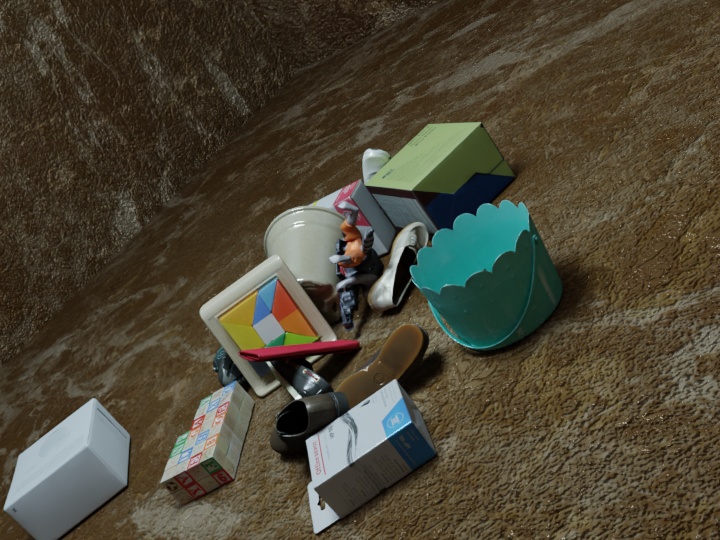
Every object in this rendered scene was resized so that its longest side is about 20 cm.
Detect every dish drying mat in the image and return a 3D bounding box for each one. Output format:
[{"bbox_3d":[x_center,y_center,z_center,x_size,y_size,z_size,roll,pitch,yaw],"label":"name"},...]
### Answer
[{"bbox_3d":[-0.102,0.136,1.412,0.198,0.018,0.076,-4,3,-35],"label":"dish drying mat"}]

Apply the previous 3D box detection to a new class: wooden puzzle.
[{"bbox_3d":[-0.167,0.102,1.505,0.184,0.201,0.037,-35,4,7],"label":"wooden puzzle"}]

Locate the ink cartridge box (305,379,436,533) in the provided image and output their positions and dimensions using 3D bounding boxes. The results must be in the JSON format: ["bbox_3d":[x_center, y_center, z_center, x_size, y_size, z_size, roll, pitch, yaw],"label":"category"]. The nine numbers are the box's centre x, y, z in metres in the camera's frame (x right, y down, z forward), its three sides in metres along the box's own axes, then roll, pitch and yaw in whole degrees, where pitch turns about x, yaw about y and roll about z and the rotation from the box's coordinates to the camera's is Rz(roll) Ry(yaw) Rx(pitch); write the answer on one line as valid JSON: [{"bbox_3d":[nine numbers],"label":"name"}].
[{"bbox_3d":[-0.005,0.252,1.135,0.199,0.067,0.116,-35,23,5],"label":"ink cartridge box"}]

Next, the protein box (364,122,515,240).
[{"bbox_3d":[0.153,-0.176,1.639,0.198,0.135,0.200,-44,24,-14],"label":"protein box"}]

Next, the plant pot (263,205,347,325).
[{"bbox_3d":[-0.096,0.010,1.618,0.199,0.201,0.184,-28,36,22],"label":"plant pot"}]

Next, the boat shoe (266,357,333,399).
[{"bbox_3d":[-0.106,0.182,1.418,0.063,0.074,0.201,-43,28,-10],"label":"boat shoe"}]

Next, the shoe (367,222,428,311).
[{"bbox_3d":[0.082,-0.008,1.512,0.053,0.070,0.201,-10,43,51],"label":"shoe"}]

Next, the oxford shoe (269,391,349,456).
[{"bbox_3d":[-0.099,0.229,1.247,0.200,0.084,0.073,-46,52,48],"label":"oxford shoe"}]

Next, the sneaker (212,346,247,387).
[{"bbox_3d":[-0.254,0.188,1.653,0.079,0.075,0.200,-46,13,16],"label":"sneaker"}]

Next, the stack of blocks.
[{"bbox_3d":[-0.261,0.296,1.447,0.115,0.059,0.201,-29,24,20],"label":"stack of blocks"}]

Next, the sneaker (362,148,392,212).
[{"bbox_3d":[0.040,-0.165,1.747,0.074,0.201,0.082,3,45,12],"label":"sneaker"}]

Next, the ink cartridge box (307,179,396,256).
[{"bbox_3d":[-0.049,-0.079,1.739,0.199,0.146,0.084,-23,25,31],"label":"ink cartridge box"}]

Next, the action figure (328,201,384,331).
[{"bbox_3d":[0.000,0.000,1.493,0.104,0.194,0.202,-12,61,11],"label":"action figure"}]

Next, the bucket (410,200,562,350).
[{"bbox_3d":[0.189,0.010,1.224,0.206,0.135,0.208,-32,22,14],"label":"bucket"}]

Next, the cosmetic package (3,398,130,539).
[{"bbox_3d":[-0.568,0.393,1.636,0.199,0.123,0.200,-37,21,0],"label":"cosmetic package"}]

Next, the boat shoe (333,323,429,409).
[{"bbox_3d":[0.032,0.164,1.261,0.200,0.070,0.070,-45,-15,5],"label":"boat shoe"}]
